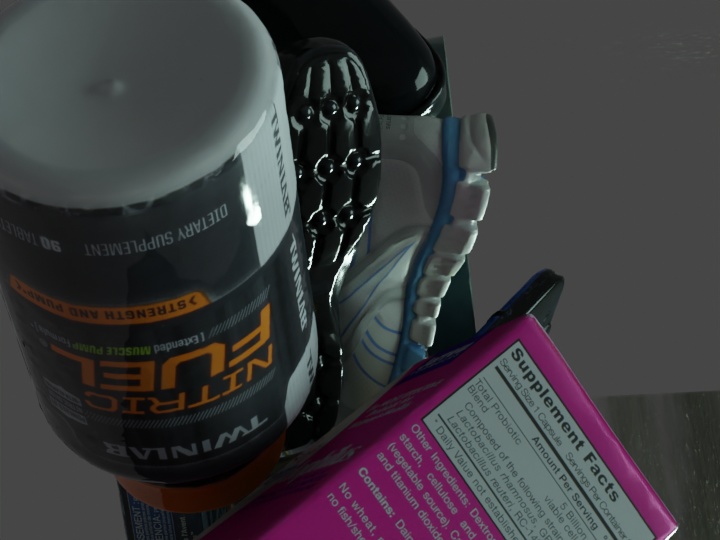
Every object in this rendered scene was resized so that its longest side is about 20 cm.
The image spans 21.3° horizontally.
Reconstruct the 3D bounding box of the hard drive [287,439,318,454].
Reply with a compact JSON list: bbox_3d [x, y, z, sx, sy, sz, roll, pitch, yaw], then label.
[{"bbox_3d":[-0.009,0.040,1.227,0.042,0.134,0.200,69,-3,-47],"label":"hard drive"}]

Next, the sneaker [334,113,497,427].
[{"bbox_3d":[0.000,0.000,0.917,0.075,0.086,0.201,-86,-170,-53],"label":"sneaker"}]

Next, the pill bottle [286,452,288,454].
[{"bbox_3d":[-0.032,0.181,1.267,0.200,0.104,0.105,-85,172,-73],"label":"pill bottle"}]

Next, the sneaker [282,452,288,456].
[{"bbox_3d":[-0.024,0.157,1.090,0.201,0.072,0.115,63,-32,34],"label":"sneaker"}]

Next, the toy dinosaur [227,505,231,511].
[{"bbox_3d":[-0.077,0.147,1.034,0.101,0.058,0.201,-113,-154,-58],"label":"toy dinosaur"}]

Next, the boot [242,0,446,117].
[{"bbox_3d":[-0.046,-0.162,0.869,0.200,0.076,0.168,40,-21,23],"label":"boot"}]

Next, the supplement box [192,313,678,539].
[{"bbox_3d":[0.001,0.118,0.689,0.104,0.200,0.101,56,-30,-2],"label":"supplement box"}]

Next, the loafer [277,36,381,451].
[{"bbox_3d":[-0.037,-0.013,0.841,0.070,0.068,0.201,43,-44,43],"label":"loafer"}]

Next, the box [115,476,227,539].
[{"bbox_3d":[-0.087,0.047,0.927,0.200,0.040,0.138,-89,176,-57],"label":"box"}]

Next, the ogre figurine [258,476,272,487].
[{"bbox_3d":[-0.053,0.162,0.813,0.120,0.098,0.201,-47,133,-33],"label":"ogre figurine"}]

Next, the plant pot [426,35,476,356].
[{"bbox_3d":[-0.019,-0.027,1.118,0.201,0.160,0.202,-6,90,-86],"label":"plant pot"}]

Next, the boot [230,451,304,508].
[{"bbox_3d":[0.009,0.160,0.895,0.200,0.072,0.167,-32,-106,61],"label":"boot"}]

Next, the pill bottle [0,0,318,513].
[{"bbox_3d":[-0.070,0.002,0.662,0.200,0.106,0.107,83,5,-51],"label":"pill bottle"}]

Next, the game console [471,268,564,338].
[{"bbox_3d":[0.085,0.132,1.049,0.171,0.118,0.201,-42,156,-44],"label":"game console"}]
